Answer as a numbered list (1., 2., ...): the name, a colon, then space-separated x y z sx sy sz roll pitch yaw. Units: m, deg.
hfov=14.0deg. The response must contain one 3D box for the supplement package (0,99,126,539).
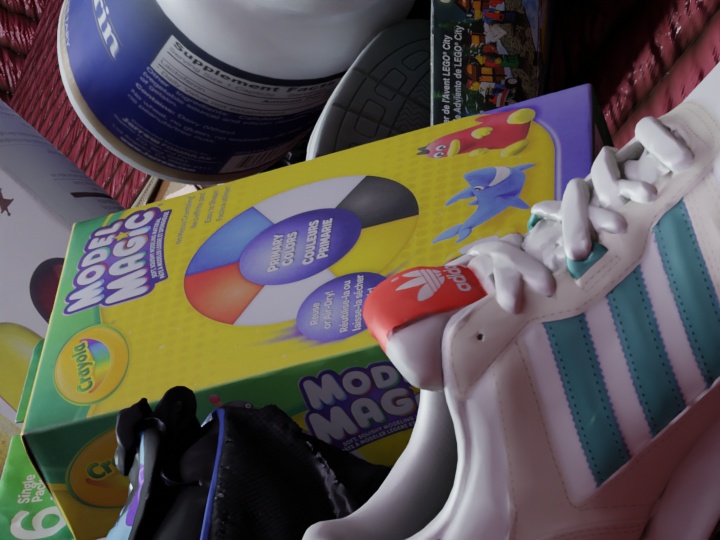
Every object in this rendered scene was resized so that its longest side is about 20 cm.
1. supplement package: -0.120 0.032 1.125 0.114 0.200 0.110 -51 -6 8

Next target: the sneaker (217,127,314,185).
1. sneaker: -0.030 -0.037 1.326 0.200 0.070 0.094 -94 11 -61

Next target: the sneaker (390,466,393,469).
1. sneaker: 0.011 0.033 0.921 0.070 0.082 0.200 122 166 -47

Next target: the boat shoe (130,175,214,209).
1. boat shoe: -0.082 -0.021 1.482 0.072 0.076 0.200 -40 31 62

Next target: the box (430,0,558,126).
1. box: 0.053 -0.139 1.037 0.200 0.038 0.137 -80 -8 -45

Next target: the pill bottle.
1. pill bottle: -0.041 -0.115 1.131 0.200 0.116 0.116 138 153 -65

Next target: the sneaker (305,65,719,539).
1. sneaker: 0.056 0.008 0.702 0.200 0.093 0.070 -64 12 12

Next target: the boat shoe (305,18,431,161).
1. boat shoe: 0.001 0.001 1.053 0.065 0.074 0.202 138 150 -59

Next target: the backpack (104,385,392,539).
1. backpack: -0.036 0.157 0.766 0.200 0.134 0.183 -89 24 -62

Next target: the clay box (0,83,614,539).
1. clay box: -0.020 0.015 0.876 0.115 0.200 0.048 -85 -22 -57

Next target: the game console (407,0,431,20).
1. game console: 0.038 -0.185 1.203 0.176 0.116 0.200 49 147 47
